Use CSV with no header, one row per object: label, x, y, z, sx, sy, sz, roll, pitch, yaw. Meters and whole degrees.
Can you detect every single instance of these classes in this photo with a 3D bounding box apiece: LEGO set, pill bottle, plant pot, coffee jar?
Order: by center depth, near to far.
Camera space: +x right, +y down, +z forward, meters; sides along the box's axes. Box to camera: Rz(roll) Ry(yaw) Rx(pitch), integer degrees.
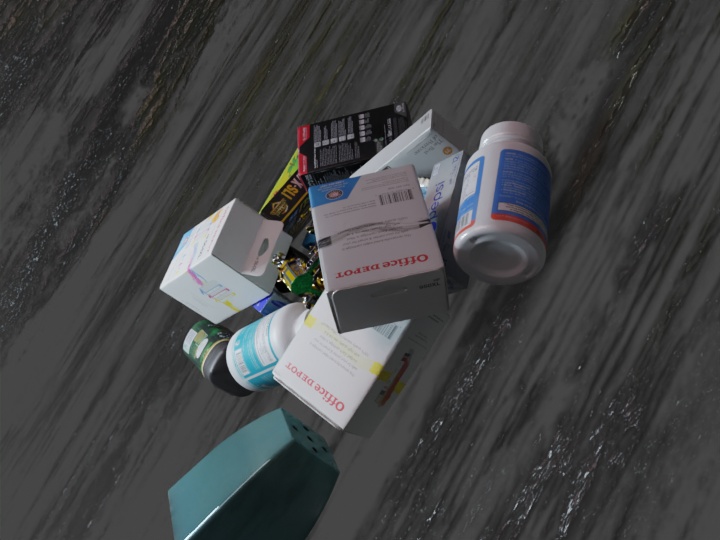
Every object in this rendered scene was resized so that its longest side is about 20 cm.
pill bottle,0.182,-0.090,1.138,0.112,0.112,0.200,-31,35,43
plant pot,-0.135,0.295,1.219,0.200,0.141,0.141,-48,26,5
LEGO set,-0.045,-0.050,1.340,0.200,0.154,0.116,-57,47,18
pill bottle,-0.117,0.117,1.429,0.200,0.111,0.111,-26,38,46
coffee jar,-0.243,0.155,1.619,0.085,0.104,0.200,-60,26,-2

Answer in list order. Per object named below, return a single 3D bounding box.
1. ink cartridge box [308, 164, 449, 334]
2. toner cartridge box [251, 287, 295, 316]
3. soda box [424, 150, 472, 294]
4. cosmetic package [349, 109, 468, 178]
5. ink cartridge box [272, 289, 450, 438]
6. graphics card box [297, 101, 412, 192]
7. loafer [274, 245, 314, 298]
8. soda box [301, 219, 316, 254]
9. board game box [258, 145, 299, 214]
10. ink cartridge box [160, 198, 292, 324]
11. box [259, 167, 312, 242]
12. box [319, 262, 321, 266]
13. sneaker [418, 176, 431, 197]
ink cartridge box,0.021,-0.030,1.152,0.144,0.084,0.200,-12,45,1
toner cartridge box,-0.155,0.056,1.592,0.043,0.095,0.200,-57,25,-2
soda box,0.124,-0.064,1.261,0.063,0.068,0.200,-22,42,47
cosmetic package,0.074,-0.166,1.461,0.200,0.083,0.051,-37,33,37
ink cartridge box,-0.001,0.099,1.208,0.145,0.083,0.200,33,89,34
graphics card box,-0.007,-0.214,1.567,0.200,0.051,0.126,-13,49,11
loafer,-0.112,0.017,1.601,0.071,0.073,0.200,-56,14,7
soda box,-0.027,-0.117,1.604,0.068,0.064,0.200,-14,47,55
board game box,-0.140,-0.137,1.790,0.200,0.048,0.102,-60,-13,-9
ink cartridge box,-0.220,-0.018,1.537,0.200,0.125,0.129,-28,35,45
box,-0.118,-0.118,1.658,0.200,0.049,0.160,-53,-9,-31
box,0.000,0.000,1.436,0.117,0.048,0.200,-51,27,12
sneaker,0.059,-0.090,1.402,0.200,0.078,0.090,0,64,62
